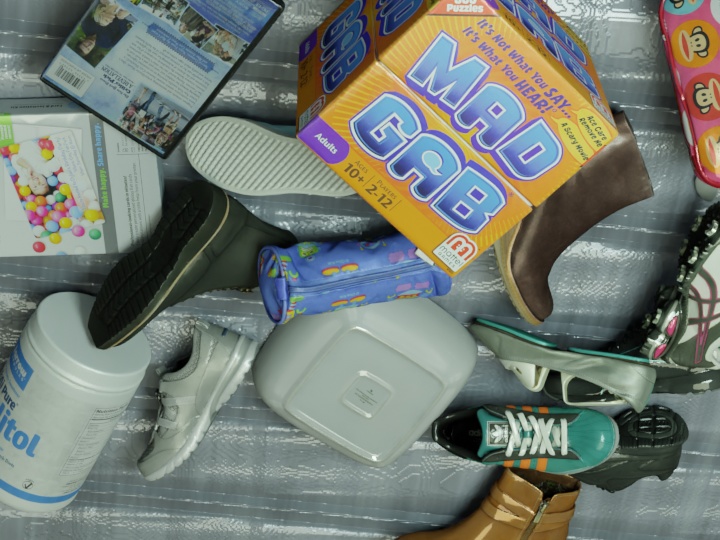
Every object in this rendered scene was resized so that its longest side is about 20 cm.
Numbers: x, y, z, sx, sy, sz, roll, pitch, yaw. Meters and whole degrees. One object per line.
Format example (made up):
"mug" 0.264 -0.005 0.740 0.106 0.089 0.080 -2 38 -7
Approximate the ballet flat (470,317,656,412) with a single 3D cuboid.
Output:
"ballet flat" 0.199 0.100 1.677 0.198 0.067 0.064 14 89 19

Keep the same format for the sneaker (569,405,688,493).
"sneaker" 0.252 0.202 1.775 0.198 0.076 0.091 0 131 4

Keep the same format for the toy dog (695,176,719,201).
"toy dog" 0.396 -0.084 1.612 0.131 0.096 0.202 -14 105 11

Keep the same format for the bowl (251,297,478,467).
"bowl" 0.004 0.110 1.715 0.199 0.075 0.200 33 114 -17

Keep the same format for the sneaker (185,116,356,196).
"sneaker" -0.069 -0.107 1.591 0.198 0.082 0.075 13 100 19

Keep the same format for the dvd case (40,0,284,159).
"dvd case" -0.182 -0.209 1.504 0.142 0.018 0.200 32 118 -19

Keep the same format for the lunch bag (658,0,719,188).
"lunch bag" 0.373 -0.182 1.505 0.175 0.082 0.202 -14 90 10

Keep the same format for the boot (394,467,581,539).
"boot" 0.137 0.278 1.804 0.198 0.077 0.156 10 127 -13

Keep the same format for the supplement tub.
"supplement tub" -0.313 0.137 1.694 0.131 0.132 0.201 24 117 -14

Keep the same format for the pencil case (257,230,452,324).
"pencil case" 0.000 0.000 1.616 0.198 0.087 0.079 -10 95 -16

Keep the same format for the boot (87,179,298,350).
"boot" -0.162 0.017 1.634 0.200 0.078 0.138 -45 139 18

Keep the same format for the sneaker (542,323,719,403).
"sneaker" 0.286 0.094 1.723 0.198 0.075 0.080 -9 95 8

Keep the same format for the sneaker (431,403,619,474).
"sneaker" 0.165 0.174 1.699 0.199 0.080 0.072 -5 80 33

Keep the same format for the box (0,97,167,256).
"box" -0.293 -0.091 1.612 0.198 0.041 0.157 -1 121 1

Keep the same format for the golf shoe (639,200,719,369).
"golf shoe" 0.345 0.014 1.612 0.087 0.077 0.201 20 132 1

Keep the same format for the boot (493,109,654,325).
"boot" 0.210 -0.048 1.624 0.165 0.073 0.201 -15 116 11

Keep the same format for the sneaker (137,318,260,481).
"sneaker" -0.186 0.133 1.738 0.082 0.075 0.201 34 109 -3

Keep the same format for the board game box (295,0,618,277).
"board game box" 0.080 -0.163 1.481 0.200 0.201 0.200 40 112 -22
